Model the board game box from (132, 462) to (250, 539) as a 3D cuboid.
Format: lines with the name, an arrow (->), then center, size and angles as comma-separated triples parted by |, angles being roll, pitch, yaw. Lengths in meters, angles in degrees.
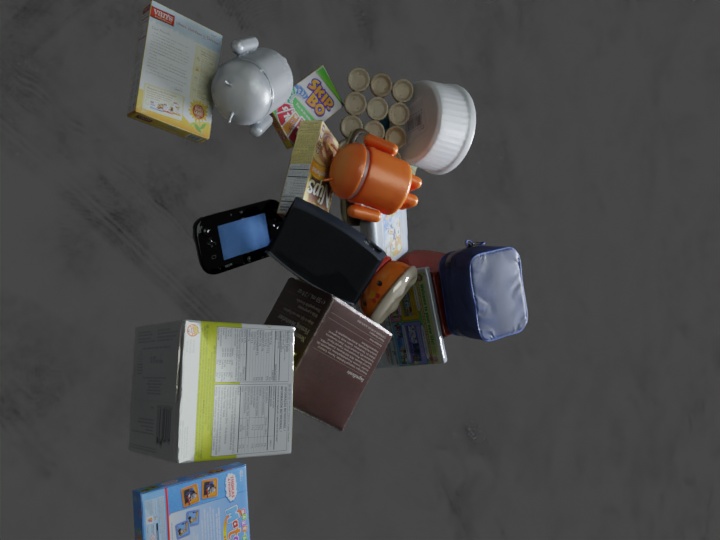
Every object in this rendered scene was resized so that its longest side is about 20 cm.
board game box -> -0.279, 0.423, 1.108 | 0.198, 0.036, 0.154 | -2, 87, -43

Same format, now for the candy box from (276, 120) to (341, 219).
candy box -> -0.097, -0.179, 1.301 | 0.115, 0.055, 0.203 | 45, 53, -61

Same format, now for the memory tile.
memory tile -> 0.031, -0.323, 1.421 | 0.151, 0.017, 0.203 | 9, 95, -12

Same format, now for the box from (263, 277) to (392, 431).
box -> -0.082, 0.149, 1.204 | 0.164, 0.165, 0.202 | 35, 80, -36

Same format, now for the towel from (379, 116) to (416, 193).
towel -> 0.073, -0.242, 1.522 | 0.146, 0.022, 0.202 | 33, 66, -37

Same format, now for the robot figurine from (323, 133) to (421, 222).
robot figurine -> 0.022, -0.183, 1.306 | 0.198, 0.117, 0.145 | 17, 117, -23

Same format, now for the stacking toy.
stacking toy -> 0.000, 0.000, 1.302 | 0.199, 0.147, 0.146 | 38, 53, 10

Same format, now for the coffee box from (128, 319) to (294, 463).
coffee box -> -0.237, 0.188, 1.052 | 0.196, 0.199, 0.203 | 7, 80, -39

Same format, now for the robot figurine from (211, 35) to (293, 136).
robot figurine -> -0.194, -0.333, 1.188 | 0.200, 0.111, 0.171 | -58, 141, -54

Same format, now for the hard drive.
hard drive -> -0.065, -0.029, 1.209 | 0.199, 0.042, 0.136 | 32, 102, -6

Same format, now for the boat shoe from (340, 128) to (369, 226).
boat shoe -> -0.020, -0.196, 1.391 | 0.071, 0.076, 0.203 | 7, 91, -26

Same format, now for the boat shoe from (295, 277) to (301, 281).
boat shoe -> -0.073, 0.038, 1.323 | 0.199, 0.063, 0.074 | -22, 101, -43

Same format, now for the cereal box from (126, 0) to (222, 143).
cereal box -> -0.319, -0.341, 1.142 | 0.143, 0.039, 0.203 | 16, 75, -43

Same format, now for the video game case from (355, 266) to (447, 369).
video game case -> 0.079, 0.103, 1.385 | 0.022, 0.180, 0.203 | -21, 100, -62

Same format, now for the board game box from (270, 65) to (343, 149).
board game box -> -0.108, -0.342, 1.354 | 0.200, 0.030, 0.096 | -49, 119, -38

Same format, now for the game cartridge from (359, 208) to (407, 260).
game cartridge -> 0.055, -0.082, 1.423 | 0.200, 0.041, 0.135 | -37, 130, -59

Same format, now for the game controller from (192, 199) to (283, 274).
game controller -> -0.217, -0.064, 1.211 | 0.199, 0.042, 0.106 | -22, 101, -42

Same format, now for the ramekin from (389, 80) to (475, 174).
ramekin -> 0.151, -0.320, 1.457 | 0.097, 0.199, 0.203 | 5, 82, -36

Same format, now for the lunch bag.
lunch bag -> 0.240, 0.037, 1.339 | 0.134, 0.132, 0.203 | -9, 94, -27

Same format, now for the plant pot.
plant pot -> 0.151, 0.063, 1.459 | 0.199, 0.175, 0.203 | -18, 98, -43
